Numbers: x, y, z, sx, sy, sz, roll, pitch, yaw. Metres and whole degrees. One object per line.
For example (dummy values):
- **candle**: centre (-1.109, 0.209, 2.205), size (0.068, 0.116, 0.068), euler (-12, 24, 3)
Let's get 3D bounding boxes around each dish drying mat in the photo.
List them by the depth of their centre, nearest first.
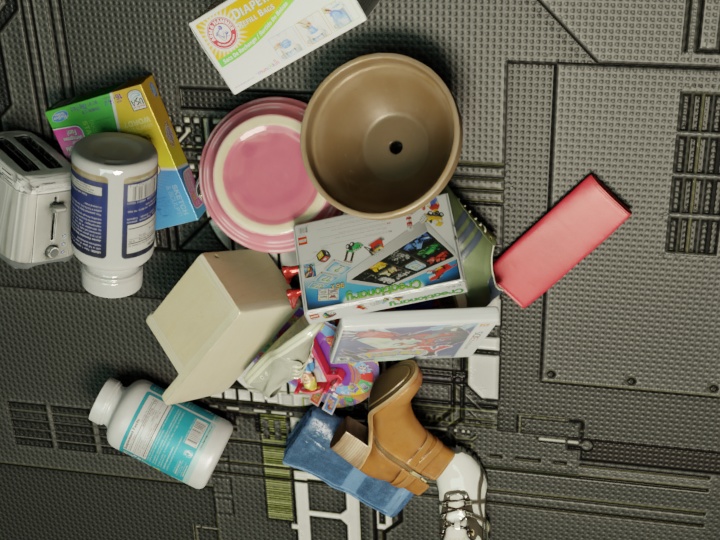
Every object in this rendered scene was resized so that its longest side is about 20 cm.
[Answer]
- **dish drying mat**: centre (0.254, -0.035, 1.564), size (0.077, 0.018, 0.200), euler (40, 120, -9)

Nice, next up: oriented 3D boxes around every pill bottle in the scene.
- **pill bottle**: centre (-0.324, -0.070, 1.583), size (0.110, 0.111, 0.201), euler (12, 120, 7)
- **pill bottle**: centre (-0.298, 0.234, 1.790), size (0.199, 0.111, 0.111), euler (27, 121, -1)

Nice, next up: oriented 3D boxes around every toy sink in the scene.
- **toy sink**: centre (-0.202, 0.072, 1.650), size (0.200, 0.130, 0.112), euler (-49, 66, 29)

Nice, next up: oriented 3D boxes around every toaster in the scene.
- **toaster**: centre (-0.458, -0.102, 1.629), size (0.200, 0.113, 0.130), euler (38, 123, 35)

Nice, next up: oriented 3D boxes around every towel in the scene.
- **towel**: centre (-0.010, 0.282, 1.775), size (0.199, 0.049, 0.112), euler (30, 124, -6)

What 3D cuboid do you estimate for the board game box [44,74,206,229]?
- **board game box**: centre (-0.314, -0.148, 1.627), size (0.152, 0.040, 0.201), euler (-13, 114, 20)

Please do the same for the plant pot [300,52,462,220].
- **plant pot**: centre (0.033, -0.159, 1.486), size (0.200, 0.093, 0.202), euler (-1, 85, 15)

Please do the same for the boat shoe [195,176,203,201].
- **boat shoe**: centre (-0.129, -0.085, 1.601), size (0.199, 0.066, 0.070), euler (17, 120, 4)

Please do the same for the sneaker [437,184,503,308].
- **sneaker**: centre (0.131, -0.044, 1.567), size (0.089, 0.067, 0.201), euler (-16, 95, -22)

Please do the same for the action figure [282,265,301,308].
- **action figure**: centre (0.000, 0.000, 1.602), size (0.199, 0.066, 0.052), euler (-14, 143, 2)

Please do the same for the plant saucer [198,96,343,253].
- **plant saucer**: centre (-0.110, -0.121, 1.541), size (0.199, 0.051, 0.202), euler (0, 95, 3)

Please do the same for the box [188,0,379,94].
- **box**: centre (-0.087, -0.312, 1.442), size (0.199, 0.113, 0.102), euler (-25, 110, 25)

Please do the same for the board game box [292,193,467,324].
- **board game box**: centre (0.022, -0.015, 1.480), size (0.199, 0.127, 0.035), euler (-11, 152, 5)

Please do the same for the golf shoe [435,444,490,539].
- **golf shoe**: centre (0.148, 0.350, 1.755), size (0.077, 0.095, 0.201), euler (-8, 114, 19)

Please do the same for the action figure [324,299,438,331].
- **action figure**: centre (0.045, 0.066, 1.654), size (0.199, 0.052, 0.066), euler (-5, 122, 18)

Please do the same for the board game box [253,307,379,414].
- **board game box**: centre (-0.073, 0.134, 1.699), size (0.199, 0.039, 0.158), euler (29, 135, -4)

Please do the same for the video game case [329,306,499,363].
- **video game case**: centre (0.065, 0.086, 1.568), size (0.199, 0.023, 0.182), euler (-2, 162, -7)

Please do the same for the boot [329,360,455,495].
- **boot**: centre (0.069, 0.225, 1.677), size (0.155, 0.077, 0.200), euler (31, 116, -13)

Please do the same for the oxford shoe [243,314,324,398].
- **oxford shoe**: centre (-0.092, 0.114, 1.623), size (0.058, 0.075, 0.200), euler (43, 138, -2)
